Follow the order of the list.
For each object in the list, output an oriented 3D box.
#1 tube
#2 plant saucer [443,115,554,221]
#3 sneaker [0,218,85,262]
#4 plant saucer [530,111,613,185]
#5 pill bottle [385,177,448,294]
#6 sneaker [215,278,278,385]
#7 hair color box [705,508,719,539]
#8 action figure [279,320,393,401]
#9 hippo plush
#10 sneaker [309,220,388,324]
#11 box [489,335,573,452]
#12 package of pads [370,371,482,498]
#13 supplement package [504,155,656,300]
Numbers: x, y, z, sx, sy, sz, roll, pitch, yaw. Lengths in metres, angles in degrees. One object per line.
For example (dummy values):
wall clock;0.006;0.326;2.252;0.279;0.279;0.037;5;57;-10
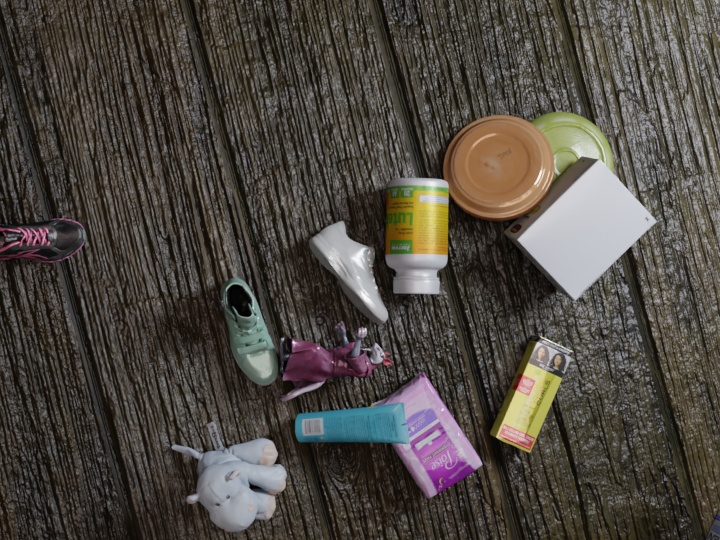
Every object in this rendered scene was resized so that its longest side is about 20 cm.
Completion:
tube;-0.015;0.271;1.653;0.199;0.050;0.078;-5;111;18
plant saucer;0.247;-0.188;1.694;0.199;0.032;0.201;-3;73;10
sneaker;-0.578;-0.052;1.627;0.199;0.095;0.079;-6;88;-6
plant saucer;0.375;-0.195;1.742;0.199;0.031;0.201;0;88;-5
pill bottle;0.100;-0.059;1.675;0.111;0.111;0.201;1;89;-5
sneaker;-0.198;0.111;1.643;0.073;0.118;0.201;-21;92;-7
hair color box;0.659;0.544;1.710;0.065;0.109;0.201;25;86;-4
action figure;-0.042;0.164;1.648;0.199;0.134;0.150;4;89;-2
hippo plush;-0.213;0.355;1.614;0.159;0.161;0.200;-32;92;-4
sneaker;0.000;0.000;1.690;0.088;0.075;0.200;-37;91;-16
box;0.310;0.223;1.717;0.075;0.050;0.201;25;87;-4
package of pads;0.115;0.294;1.687;0.120;0.076;0.200;-33;91;-1
supplement package;0.387;-0.078;1.678;0.200;0.111;0.156;-45;100;4
